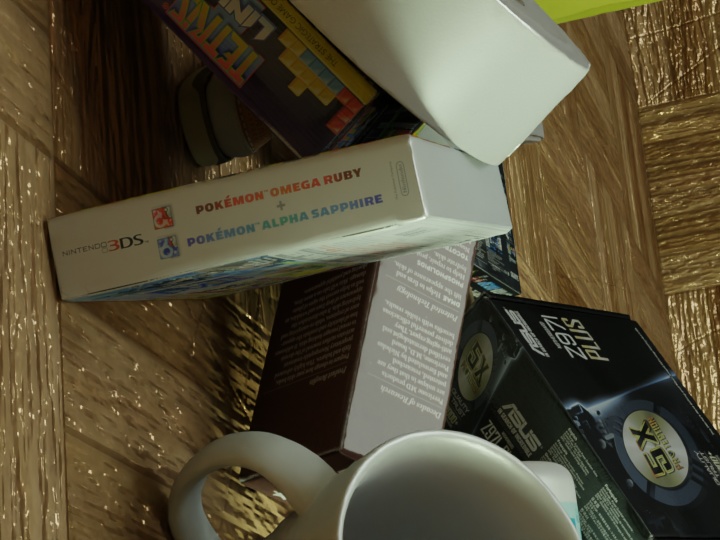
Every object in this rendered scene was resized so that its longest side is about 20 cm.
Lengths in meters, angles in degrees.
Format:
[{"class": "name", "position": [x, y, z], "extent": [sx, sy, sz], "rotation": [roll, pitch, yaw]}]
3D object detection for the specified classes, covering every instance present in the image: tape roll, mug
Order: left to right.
[{"class": "mug", "position": [-0.011, 0.161, 0.991], "extent": [0.200, 0.175, 0.148], "rotation": [45, 47, -4]}, {"class": "tape roll", "position": [0.024, -0.146, 1.032], "extent": [0.202, 0.071, 0.203], "rotation": [41, 12, -11]}]

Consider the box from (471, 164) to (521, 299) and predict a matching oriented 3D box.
[{"class": "box", "position": [0.089, -0.064, 1.747], "extent": [0.200, 0.046, 0.160], "rotation": [25, 56, -72]}]

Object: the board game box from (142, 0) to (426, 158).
[{"class": "board game box", "position": [-0.056, -0.141, 1.056], "extent": [0.200, 0.057, 0.165], "rotation": [46, 14, 8]}]

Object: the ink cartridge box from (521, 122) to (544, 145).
[{"class": "ink cartridge box", "position": [0.042, -0.178, 1.462], "extent": [0.084, 0.145, 0.201], "rotation": [-9, 89, -77]}]

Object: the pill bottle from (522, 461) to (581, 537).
[{"class": "pill bottle", "position": [0.077, 0.212, 1.123], "extent": [0.111, 0.110, 0.201], "rotation": [30, 52, -71]}]

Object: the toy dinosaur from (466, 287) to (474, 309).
[{"class": "toy dinosaur", "position": [0.064, 0.057, 1.353], "extent": [0.200, 0.101, 0.058], "rotation": [143, -45, -66]}]

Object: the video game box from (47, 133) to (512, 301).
[{"class": "video game box", "position": [-0.033, -0.022, 1.003], "extent": [0.200, 0.182, 0.047], "rotation": [2, 74, -75]}]

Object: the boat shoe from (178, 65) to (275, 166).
[{"class": "boat shoe", "position": [-0.052, -0.119, 1.218], "extent": [0.200, 0.068, 0.075], "rotation": [-73, 149, -61]}]

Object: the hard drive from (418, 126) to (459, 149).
[{"class": "hard drive", "position": [-0.003, -0.146, 1.289], "extent": [0.200, 0.026, 0.132], "rotation": [51, 3, -6]}]

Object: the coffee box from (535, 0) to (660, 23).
[{"class": "coffee box", "position": [0.259, -0.431, 2.344], "extent": [0.198, 0.199, 0.200], "rotation": [-84, 157, -46]}]

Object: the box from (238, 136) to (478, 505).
[{"class": "box", "position": [0.004, 0.032, 1.143], "extent": [0.075, 0.100, 0.201], "rotation": [28, 60, -28]}]

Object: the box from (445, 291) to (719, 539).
[{"class": "box", "position": [0.149, 0.119, 1.254], "extent": [0.163, 0.086, 0.200], "rotation": [9, 39, -47]}]
